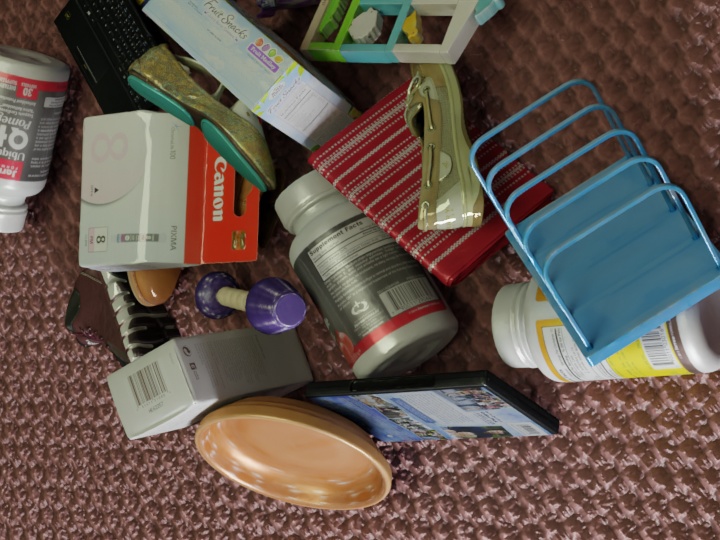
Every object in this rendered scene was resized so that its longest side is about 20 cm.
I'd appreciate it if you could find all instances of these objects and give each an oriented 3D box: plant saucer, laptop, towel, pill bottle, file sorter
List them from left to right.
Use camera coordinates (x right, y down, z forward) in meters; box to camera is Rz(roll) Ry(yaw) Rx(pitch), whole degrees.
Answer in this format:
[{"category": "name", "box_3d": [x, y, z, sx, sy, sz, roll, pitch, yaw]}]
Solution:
[{"category": "pill bottle", "box_3d": [-0.405, -0.150, 1.812, 0.111, 0.111, 0.200, 23, 105, 31]}, {"category": "laptop", "box_3d": [-0.280, -0.263, 1.712, 0.200, 0.103, 0.177, -42, 69, 37]}, {"category": "plant saucer", "box_3d": [-0.064, 0.178, 1.572, 0.200, 0.200, 0.037, -8, 52, 34]}, {"category": "pill bottle", "box_3d": [0.000, 0.000, 1.538, 0.111, 0.111, 0.200, -40, 71, 29]}, {"category": "towel", "box_3d": [0.067, -0.085, 1.499, 0.145, 0.022, 0.200, -39, 64, -19]}, {"category": "file sorter", "box_3d": [0.192, -0.048, 1.329, 0.139, 0.123, 0.200, -33, 36, 5]}, {"category": "pill bottle", "box_3d": [0.220, 0.042, 1.401, 0.200, 0.109, 0.109, -6, 89, 34]}]

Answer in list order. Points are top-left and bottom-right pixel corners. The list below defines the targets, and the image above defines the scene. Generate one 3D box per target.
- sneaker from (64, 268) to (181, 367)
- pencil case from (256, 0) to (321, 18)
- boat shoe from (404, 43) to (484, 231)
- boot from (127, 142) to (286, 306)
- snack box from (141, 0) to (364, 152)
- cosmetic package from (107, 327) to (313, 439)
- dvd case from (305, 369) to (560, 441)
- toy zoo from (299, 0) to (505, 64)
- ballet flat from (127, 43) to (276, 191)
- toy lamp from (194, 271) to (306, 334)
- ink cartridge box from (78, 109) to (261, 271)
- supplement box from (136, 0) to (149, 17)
[{"category": "sneaker", "box_3d": [-0.267, 0.076, 1.762, 0.116, 0.076, 0.200, -41, 60, 34]}, {"category": "pencil case", "box_3d": [-0.082, -0.356, 1.601, 0.085, 0.084, 0.200, -12, 83, 44]}, {"category": "boat shoe", "box_3d": [0.066, -0.125, 1.469, 0.063, 0.073, 0.201, -9, 62, -4]}, {"category": "boot", "box_3d": [-0.160, -0.042, 1.685, 0.155, 0.077, 0.200, 18, 95, 28]}, {"category": "snack box", "box_3d": [-0.095, -0.197, 1.543, 0.169, 0.200, 0.068, 43, 98, 24]}, {"category": "cosmetic package", "box_3d": [-0.148, 0.109, 1.598, 0.102, 0.200, 0.074, -28, 77, 32]}, {"category": "dvd case", "box_3d": [0.067, 0.129, 1.495, 0.200, 0.143, 0.018, -6, 63, 34]}, {"category": "toy zoo", "box_3d": [0.049, -0.255, 1.513, 0.200, 0.020, 0.131, 5, 62, 33]}, {"category": "ballet flat", "box_3d": [-0.146, -0.161, 1.595, 0.200, 0.071, 0.071, 39, 113, 15]}, {"category": "toy lamp", "box_3d": [-0.109, 0.031, 1.577, 0.200, 0.058, 0.058, 5, 96, 63]}, {"category": "ink cartridge box", "box_3d": [-0.200, -0.085, 1.640, 0.200, 0.057, 0.163, -4, 81, 34]}, {"category": "supplement box", "box_3d": [-0.203, -0.371, 1.664, 0.110, 0.109, 0.200, -39, 71, 29]}]
